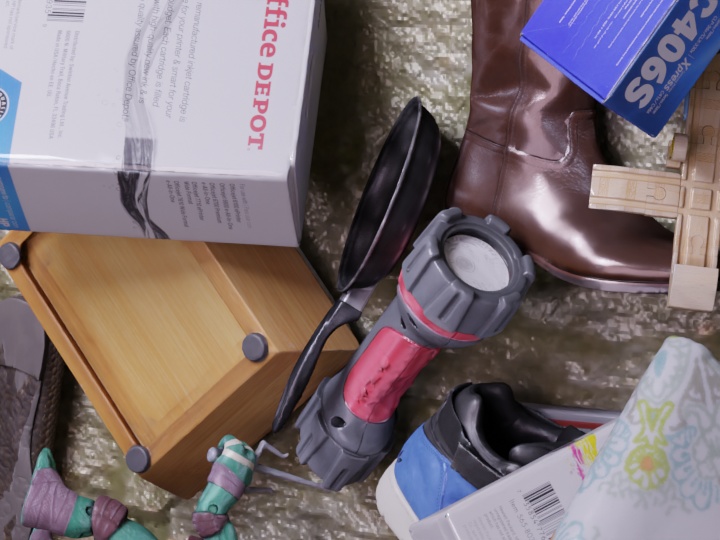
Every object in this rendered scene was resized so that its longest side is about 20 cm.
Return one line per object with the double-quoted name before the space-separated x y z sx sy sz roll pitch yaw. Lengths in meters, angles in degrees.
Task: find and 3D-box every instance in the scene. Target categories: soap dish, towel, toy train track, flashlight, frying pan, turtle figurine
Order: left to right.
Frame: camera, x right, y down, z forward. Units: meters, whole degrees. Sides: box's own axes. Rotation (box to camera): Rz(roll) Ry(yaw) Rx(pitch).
"soap dish" -0.113 0.012 1.600 0.157 0.081 0.201 -41 76 28
"turtle figurine" -0.093 0.167 1.559 0.199 0.101 0.150 14 119 2
"frying pan" 0.005 -0.006 1.495 0.031 0.115 0.191 21 70 -9
"flashlight" 0.024 0.050 1.496 0.068 0.068 0.200 51 136 17
"toy train track" 0.180 -0.080 1.406 0.114 0.033 0.201 6 83 0
"towel" 0.193 0.156 1.362 0.199 0.172 0.048 34 158 -7

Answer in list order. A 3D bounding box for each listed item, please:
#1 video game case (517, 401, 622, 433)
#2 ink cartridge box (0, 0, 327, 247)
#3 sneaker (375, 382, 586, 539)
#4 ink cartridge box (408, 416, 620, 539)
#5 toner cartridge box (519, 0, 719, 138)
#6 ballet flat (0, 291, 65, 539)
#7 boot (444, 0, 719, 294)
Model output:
"video game case" 0.139 0.177 1.504 0.142 0.017 0.201 4 98 31
"ink cartridge box" -0.124 -0.098 1.515 0.199 0.084 0.146 3 62 6
"sneaker" 0.100 0.147 1.468 0.200 0.077 0.111 50 127 24
"ink cartridge box" 0.141 0.136 1.410 0.116 0.199 0.068 64 160 4
"toner cartridge box" 0.170 -0.173 1.373 0.200 0.043 0.095 -54 36 8
"ballet flat" -0.212 0.104 1.697 0.067 0.046 0.201 19 111 23
"boot" 0.129 -0.094 1.457 0.185 0.064 0.201 12 98 27
